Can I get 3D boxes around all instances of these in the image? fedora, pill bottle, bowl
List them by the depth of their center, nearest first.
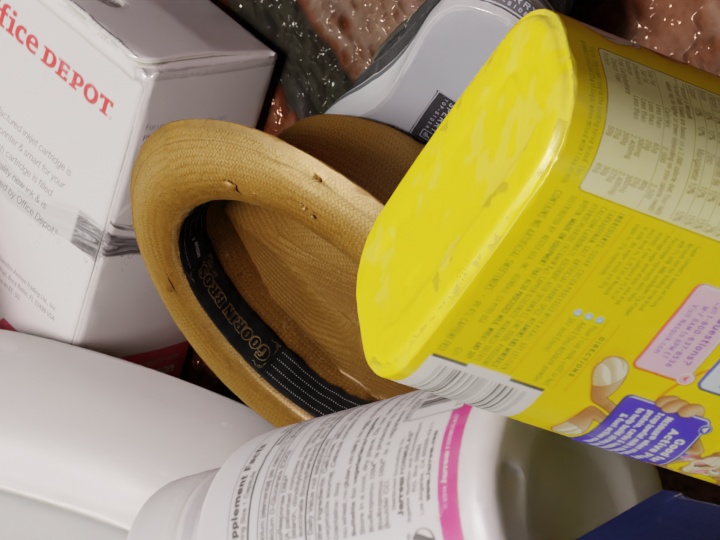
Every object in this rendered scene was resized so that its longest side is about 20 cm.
[{"bbox_3d":[0.009,0.109,1.075,0.199,0.113,0.114,-17,84,41],"label":"pill bottle"},{"bbox_3d":[0.000,0.000,1.145,0.200,0.082,0.201,28,146,21],"label":"fedora"},{"bbox_3d":[-0.129,0.139,1.272,0.199,0.075,0.201,17,122,17],"label":"bowl"}]

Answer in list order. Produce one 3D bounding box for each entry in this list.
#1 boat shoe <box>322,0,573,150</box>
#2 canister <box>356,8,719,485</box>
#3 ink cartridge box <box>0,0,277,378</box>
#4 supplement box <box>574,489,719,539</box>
[{"bbox_3d":[0.033,-0.072,1.151,0.068,0.057,0.200,35,147,-8],"label":"boat shoe"},{"bbox_3d":[0.116,0.003,0.963,0.149,0.199,0.087,-54,30,34],"label":"canister"},{"bbox_3d":[-0.134,-0.047,1.309,0.146,0.084,0.201,40,126,34],"label":"ink cartridge box"},{"bbox_3d":[0.122,0.190,0.942,0.201,0.109,0.109,66,163,-10],"label":"supplement box"}]
